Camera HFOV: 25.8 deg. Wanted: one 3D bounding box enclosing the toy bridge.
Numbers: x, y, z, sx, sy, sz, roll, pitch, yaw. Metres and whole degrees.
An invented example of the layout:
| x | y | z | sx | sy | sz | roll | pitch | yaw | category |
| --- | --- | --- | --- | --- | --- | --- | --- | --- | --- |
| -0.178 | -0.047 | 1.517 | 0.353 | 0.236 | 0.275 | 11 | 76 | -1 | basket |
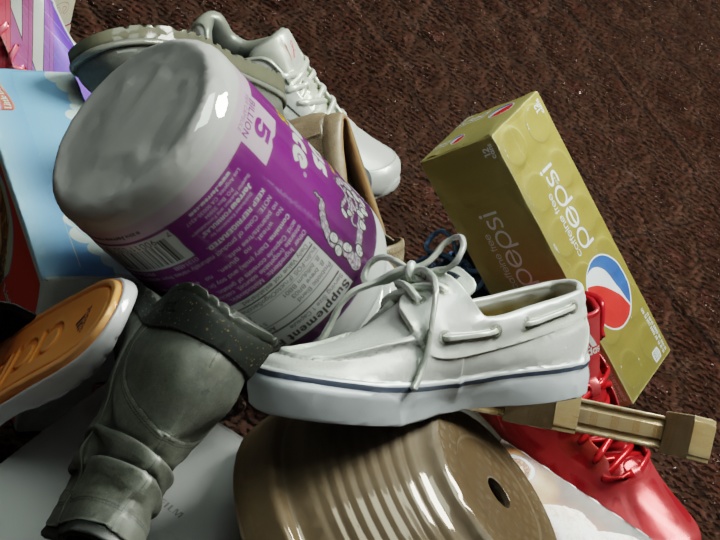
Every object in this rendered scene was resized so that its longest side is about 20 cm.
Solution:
| x | y | z | sx | sy | sz | roll | pitch | yaw | category |
| --- | --- | --- | --- | --- | --- | --- | --- | --- | --- |
| 0.101 | 0.077 | 0.893 | 0.198 | 0.028 | 0.067 | 13 | -4 | -21 | toy bridge |

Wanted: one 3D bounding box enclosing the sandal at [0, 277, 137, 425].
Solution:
| x | y | z | sx | sy | sz | roll | pitch | yaw | category |
| --- | --- | --- | --- | --- | --- | --- | --- | --- | --- |
| -0.189 | 0.040 | 0.783 | 0.059 | 0.206 | 0.080 | 41 | 41 | -22 | sandal |

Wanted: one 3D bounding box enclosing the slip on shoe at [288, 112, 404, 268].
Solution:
| x | y | z | sx | sy | sz | roll | pitch | yaw | category |
| --- | --- | --- | --- | --- | --- | --- | --- | --- | --- |
| 0.000 | 0.000 | 0.960 | 0.202 | 0.060 | 0.076 | 68 | 21 | -4 | slip on shoe |

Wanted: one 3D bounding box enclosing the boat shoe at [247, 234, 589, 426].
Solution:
| x | y | z | sx | sy | sz | roll | pitch | yaw | category |
| --- | --- | --- | --- | --- | --- | --- | --- | --- | --- |
| 0.035 | 0.024 | 0.774 | 0.200 | 0.087 | 0.074 | -3 | 11 | -31 | boat shoe |

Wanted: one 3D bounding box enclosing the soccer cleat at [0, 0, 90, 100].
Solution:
| x | y | z | sx | sy | sz | roll | pitch | yaw | category |
| --- | --- | --- | --- | --- | --- | --- | --- | --- | --- |
| -0.230 | -0.147 | 1.045 | 0.201 | 0.068 | 0.073 | 55 | 47 | -27 | soccer cleat |

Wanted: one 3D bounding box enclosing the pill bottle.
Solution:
| x | y | z | sx | sy | sz | roll | pitch | yaw | category |
| --- | --- | --- | --- | --- | --- | --- | --- | --- | --- |
| -0.055 | -0.017 | 0.816 | 0.200 | 0.112 | 0.113 | 45 | 18 | -39 | pill bottle |

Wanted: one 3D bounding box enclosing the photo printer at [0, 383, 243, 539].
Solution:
| x | y | z | sx | sy | sz | roll | pitch | yaw | category |
| --- | --- | --- | --- | --- | --- | --- | --- | --- | --- |
| -0.113 | 0.145 | 0.795 | 0.165 | 0.070 | 0.200 | 32 | 37 | 15 | photo printer |

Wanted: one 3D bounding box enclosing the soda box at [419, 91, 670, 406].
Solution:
| x | y | z | sx | sy | sz | roll | pitch | yaw | category |
| --- | --- | --- | --- | --- | --- | --- | --- | --- | --- |
| 0.121 | -0.008 | 1.020 | 0.068 | 0.064 | 0.201 | -43 | 109 | -45 | soda box |

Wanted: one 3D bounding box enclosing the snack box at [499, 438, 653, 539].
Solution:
| x | y | z | sx | sy | sz | roll | pitch | yaw | category |
| --- | --- | --- | --- | --- | --- | --- | --- | --- | --- |
| 0.143 | 0.181 | 0.902 | 0.199 | 0.024 | 0.072 | 33 | 58 | 16 | snack box |

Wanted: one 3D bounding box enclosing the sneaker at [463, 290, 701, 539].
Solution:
| x | y | z | sx | sy | sz | roll | pitch | yaw | category |
| --- | --- | --- | --- | --- | --- | --- | --- | --- | --- |
| 0.138 | 0.090 | 0.956 | 0.199 | 0.116 | 0.078 | 37 | 38 | 21 | sneaker |

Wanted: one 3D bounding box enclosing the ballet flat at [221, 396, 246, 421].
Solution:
| x | y | z | sx | sy | sz | roll | pitch | yaw | category |
| --- | --- | --- | --- | --- | --- | --- | --- | --- | --- |
| -0.091 | -0.011 | 0.897 | 0.070 | 0.203 | 0.069 | -4 | 6 | -11 | ballet flat |

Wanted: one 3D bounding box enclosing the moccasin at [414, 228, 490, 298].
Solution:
| x | y | z | sx | sy | sz | roll | pitch | yaw | category |
| --- | --- | --- | --- | --- | --- | --- | --- | --- | --- |
| 0.077 | 0.003 | 1.079 | 0.080 | 0.069 | 0.199 | 41 | 40 | 26 | moccasin |

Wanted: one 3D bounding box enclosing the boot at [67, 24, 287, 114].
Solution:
| x | y | z | sx | sy | sz | roll | pitch | yaw | category |
| --- | --- | --- | --- | --- | --- | --- | --- | --- | --- |
| -0.093 | -0.040 | 0.970 | 0.181 | 0.072 | 0.202 | 10 | 67 | -41 | boot |

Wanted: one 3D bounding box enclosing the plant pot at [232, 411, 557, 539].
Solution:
| x | y | z | sx | sy | sz | roll | pitch | yaw | category |
| --- | --- | --- | --- | --- | --- | --- | --- | --- | --- |
| 0.036 | 0.136 | 0.787 | 0.201 | 0.092 | 0.202 | 45 | 21 | -23 | plant pot |

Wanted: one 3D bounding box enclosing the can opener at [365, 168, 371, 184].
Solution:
| x | y | z | sx | sy | sz | roll | pitch | yaw | category |
| --- | --- | --- | --- | --- | --- | --- | --- | --- | --- |
| -0.081 | -0.086 | 1.092 | 0.199 | 0.067 | 0.052 | 22 | 21 | 31 | can opener |

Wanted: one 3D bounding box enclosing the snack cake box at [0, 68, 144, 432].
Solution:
| x | y | z | sx | sy | sz | roll | pitch | yaw | category |
| --- | --- | --- | --- | --- | --- | --- | --- | --- | --- |
| -0.186 | -0.017 | 0.930 | 0.066 | 0.116 | 0.201 | -1 | 41 | -27 | snack cake box |

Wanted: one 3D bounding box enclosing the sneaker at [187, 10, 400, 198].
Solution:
| x | y | z | sx | sy | sz | roll | pitch | yaw | category |
| --- | --- | --- | --- | --- | --- | --- | --- | --- | --- |
| -0.055 | -0.122 | 1.149 | 0.198 | 0.100 | 0.078 | 27 | 36 | 9 | sneaker |

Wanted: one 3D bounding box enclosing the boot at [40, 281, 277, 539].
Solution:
| x | y | z | sx | sy | sz | roll | pitch | yaw | category |
| --- | --- | --- | --- | --- | --- | --- | --- | --- | --- |
| -0.113 | 0.076 | 0.746 | 0.067 | 0.200 | 0.131 | 34 | 77 | -11 | boot |

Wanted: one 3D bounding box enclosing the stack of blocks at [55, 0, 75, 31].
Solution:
| x | y | z | sx | sy | sz | roll | pitch | yaw | category |
| --- | --- | --- | --- | --- | --- | --- | --- | --- | --- |
| -0.293 | -0.164 | 1.118 | 0.115 | 0.059 | 0.200 | 34 | 37 | 17 | stack of blocks |
